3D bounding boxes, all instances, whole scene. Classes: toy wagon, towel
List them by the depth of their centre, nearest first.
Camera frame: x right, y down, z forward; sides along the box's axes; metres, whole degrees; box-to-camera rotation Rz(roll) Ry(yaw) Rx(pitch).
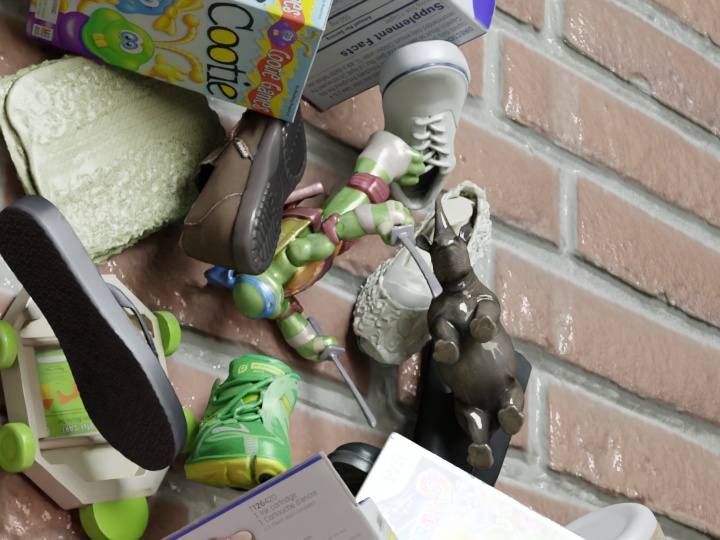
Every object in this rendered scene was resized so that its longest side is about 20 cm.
[{"bbox_3d":[-0.180,0.103,1.435,0.155,0.039,0.202,-2,77,-46],"label":"toy wagon"},{"bbox_3d":[-0.171,-0.094,1.520,0.200,0.036,0.149,-30,99,-47],"label":"towel"}]

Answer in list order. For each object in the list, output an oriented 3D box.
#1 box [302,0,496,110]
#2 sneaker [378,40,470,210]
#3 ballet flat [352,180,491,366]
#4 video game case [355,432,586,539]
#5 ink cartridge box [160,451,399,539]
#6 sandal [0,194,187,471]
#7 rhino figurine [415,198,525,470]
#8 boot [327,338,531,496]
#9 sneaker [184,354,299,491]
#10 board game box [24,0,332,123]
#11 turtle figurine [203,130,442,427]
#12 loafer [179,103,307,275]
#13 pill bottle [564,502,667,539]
[{"bbox_3d":[-0.022,-0.243,1.623,0.200,0.183,0.105,37,50,-31],"label":"box"},{"bbox_3d":[0.053,-0.110,1.658,0.072,0.200,0.071,-10,68,-3],"label":"sneaker"},{"bbox_3d":[0.051,-0.007,1.692,0.072,0.072,0.200,54,41,-17],"label":"ballet flat"},{"bbox_3d":[0.078,0.219,1.513,0.199,0.018,0.144,29,56,4],"label":"video game case"},{"bbox_3d":[-0.053,0.237,1.411,0.201,0.197,0.047,58,12,-13],"label":"ink cartridge box"},{"bbox_3d":[-0.165,0.037,1.388,0.043,0.076,0.201,-36,102,-45],"label":"sandal"},{"bbox_3d":[0.079,0.041,1.596,0.088,0.059,0.201,-78,153,-73],"label":"rhino figurine"},{"bbox_3d":[0.054,0.116,1.653,0.165,0.065,0.201,46,50,-33],"label":"boot"},{"bbox_3d":[-0.080,0.101,1.448,0.073,0.200,0.084,7,97,-5],"label":"sneaker"},{"bbox_3d":[-0.120,-0.200,1.490,0.199,0.105,0.103,17,51,-4],"label":"board game box"},{"bbox_3d":[0.000,0.000,1.589,0.194,0.199,0.145,-57,150,-46],"label":"turtle figurine"},{"bbox_3d":[-0.085,-0.077,1.526,0.201,0.070,0.073,-73,161,-51],"label":"loafer"},{"bbox_3d":[0.228,0.301,1.729,0.116,0.115,0.201,-39,105,-46],"label":"pill bottle"}]
